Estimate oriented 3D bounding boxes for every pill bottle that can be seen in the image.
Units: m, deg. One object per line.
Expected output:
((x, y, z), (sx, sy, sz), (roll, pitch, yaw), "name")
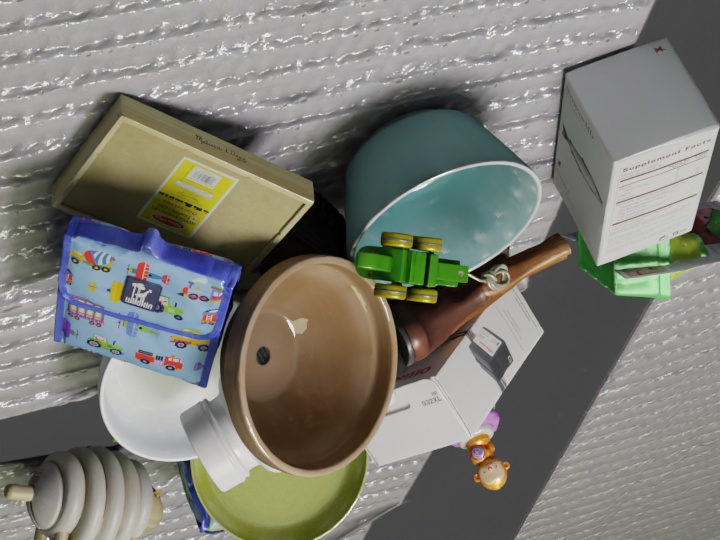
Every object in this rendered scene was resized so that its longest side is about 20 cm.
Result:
((-0.075, 0.130, 1.647), (0.199, 0.120, 0.120), (-31, 152, -2), "pill bottle")

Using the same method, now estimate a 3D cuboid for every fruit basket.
((0.344, -0.041, 1.809), (0.198, 0.185, 0.095), (-16, 111, -10), "fruit basket")

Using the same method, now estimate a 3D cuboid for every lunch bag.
((-0.185, 0.009, 1.443), (0.149, 0.095, 0.200), (18, 155, -3), "lunch bag")
((-0.128, 0.230, 1.932), (0.168, 0.129, 0.200), (-16, -179, -9), "lunch bag")

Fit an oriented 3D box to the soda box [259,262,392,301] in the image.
((0.000, 0.000, 1.700), (0.198, 0.064, 0.071), (-23, 152, -4), "soda box")

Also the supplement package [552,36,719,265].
((0.273, -0.117, 1.656), (0.116, 0.118, 0.201), (-19, 151, -8), "supplement package")

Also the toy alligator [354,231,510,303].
((0.056, -0.001, 1.537), (0.199, 0.060, 0.054), (7, 180, -44), "toy alligator")

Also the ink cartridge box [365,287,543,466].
((0.089, 0.108, 1.775), (0.144, 0.084, 0.200), (-22, -162, 41), "ink cartridge box")

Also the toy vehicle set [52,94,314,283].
((-0.154, -0.067, 1.440), (0.199, 0.027, 0.124), (23, 130, -30), "toy vehicle set")

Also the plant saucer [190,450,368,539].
((-0.090, 0.205, 1.819), (0.198, 0.202, 0.031), (-20, -174, -8), "plant saucer")

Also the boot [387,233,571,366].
((0.125, 0.026, 1.663), (0.198, 0.069, 0.188), (-24, 175, 8), "boot")

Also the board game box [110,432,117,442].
((-0.181, 0.120, 1.801), (0.198, 0.029, 0.135), (-15, 151, -17), "board game box")

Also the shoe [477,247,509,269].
((0.080, 0.010, 1.788), (0.199, 0.054, 0.070), (-36, 149, 23), "shoe")

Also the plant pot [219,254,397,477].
((-0.065, 0.085, 1.525), (0.199, 0.204, 0.092), (8, 178, -45), "plant pot")

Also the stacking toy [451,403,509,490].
((0.122, 0.168, 1.933), (0.115, 0.202, 0.110), (-22, 152, -1), "stacking toy")

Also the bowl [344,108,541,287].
((0.064, -0.079, 1.572), (0.199, 0.106, 0.202), (-18, 151, -10), "bowl")

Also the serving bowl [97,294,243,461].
((-0.180, 0.097, 1.693), (0.198, 0.066, 0.202), (-13, 125, -18), "serving bowl")

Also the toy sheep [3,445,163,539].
((-0.307, 0.262, 1.840), (0.199, 0.139, 0.138), (13, 135, -41), "toy sheep")

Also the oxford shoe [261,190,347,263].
((-0.083, -0.039, 1.571), (0.199, 0.073, 0.084), (21, 132, -38), "oxford shoe")
